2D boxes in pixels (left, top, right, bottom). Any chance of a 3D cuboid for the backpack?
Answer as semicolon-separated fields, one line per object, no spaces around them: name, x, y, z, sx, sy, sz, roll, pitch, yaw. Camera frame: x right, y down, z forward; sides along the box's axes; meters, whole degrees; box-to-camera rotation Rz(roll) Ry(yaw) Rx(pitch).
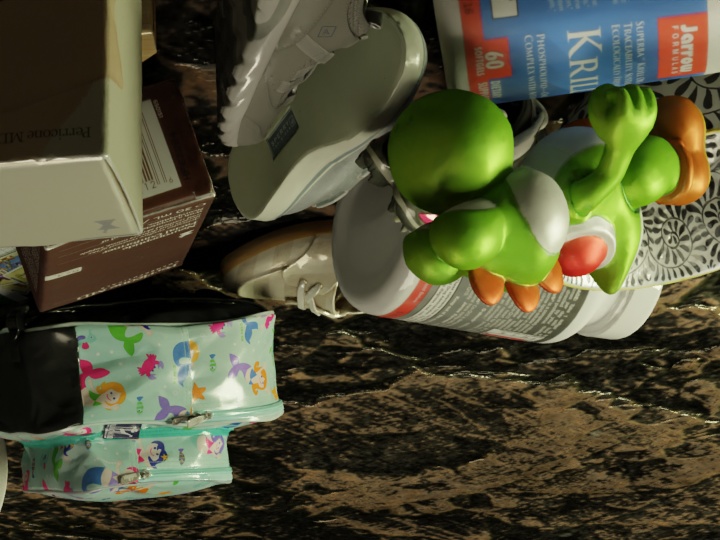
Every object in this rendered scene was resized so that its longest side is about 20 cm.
backpack;-0.154;0.084;1.298;0.199;0.152;0.177;-10;180;-30

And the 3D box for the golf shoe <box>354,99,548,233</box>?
golf shoe;0.079;-0.072;1.055;0.088;0.077;0.200;-40;174;26

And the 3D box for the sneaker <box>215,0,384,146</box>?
sneaker;-0.029;-0.126;0.981;0.081;0.075;0.200;5;152;-17

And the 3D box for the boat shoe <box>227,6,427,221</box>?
boat shoe;-0.008;-0.092;1.082;0.071;0.071;0.201;-9;160;-35

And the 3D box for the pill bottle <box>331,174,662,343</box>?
pill bottle;0.091;-0.015;1.187;0.199;0.117;0.116;11;150;-29

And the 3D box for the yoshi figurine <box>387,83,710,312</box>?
yoshi figurine;0.084;-0.055;0.908;0.199;0.112;0.113;-20;137;-49

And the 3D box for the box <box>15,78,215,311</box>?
box;-0.150;-0.038;1.066;0.099;0.075;0.200;-19;175;-13

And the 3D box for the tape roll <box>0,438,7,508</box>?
tape roll;-0.357;0.146;1.343;0.201;0.204;0.037;6;153;-21

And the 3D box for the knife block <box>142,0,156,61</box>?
knife block;-0.226;-0.129;0.950;0.199;0.064;0.175;-26;149;37

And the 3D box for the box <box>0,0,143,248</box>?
box;-0.149;-0.116;0.834;0.094;0.201;0.078;-6;155;2

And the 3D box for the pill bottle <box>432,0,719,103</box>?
pill bottle;0.136;-0.149;0.922;0.198;0.113;0.112;-8;155;6

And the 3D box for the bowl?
bowl;0.187;-0.074;1.095;0.199;0.095;0.201;-11;155;-5

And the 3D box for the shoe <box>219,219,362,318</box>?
shoe;0.000;0.000;1.275;0.198;0.054;0.070;-8;154;5

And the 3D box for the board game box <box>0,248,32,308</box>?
board game box;-0.280;-0.023;1.214;0.104;0.024;0.200;-17;152;28
